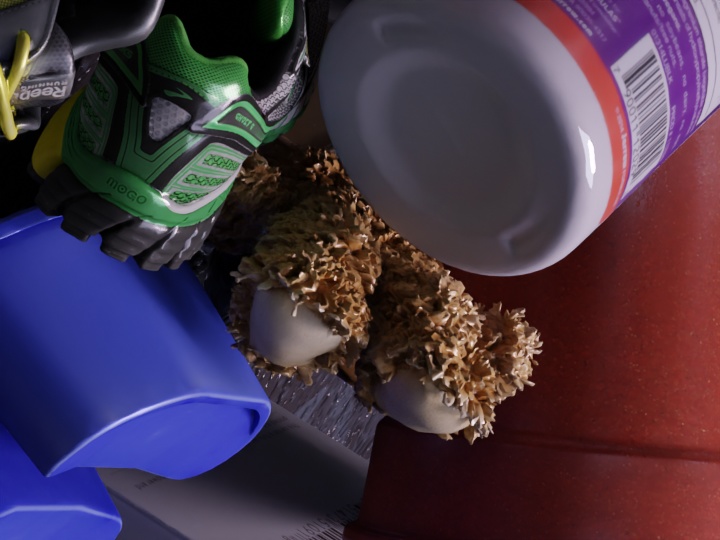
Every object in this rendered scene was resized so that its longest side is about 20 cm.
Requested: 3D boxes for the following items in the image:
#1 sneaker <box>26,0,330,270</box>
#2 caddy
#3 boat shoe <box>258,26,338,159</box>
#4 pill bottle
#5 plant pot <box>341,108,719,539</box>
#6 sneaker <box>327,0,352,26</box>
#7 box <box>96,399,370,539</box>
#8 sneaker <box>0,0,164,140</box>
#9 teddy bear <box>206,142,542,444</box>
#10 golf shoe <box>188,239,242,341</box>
[{"bbox_3d":[-0.040,-0.080,0.892,0.085,0.078,0.200,-53,-169,31],"label":"sneaker"},{"bbox_3d":[-0.120,0.038,0.925,0.141,0.105,0.200,-35,167,9],"label":"caddy"},{"bbox_3d":[0.013,-0.121,1.078,0.200,0.071,0.065,-62,176,-23],"label":"boat shoe"},{"bbox_3d":[0.084,-0.094,0.950,0.200,0.111,0.112,-42,158,-40],"label":"pill bottle"},{"bbox_3d":[0.101,0.020,1.088,0.201,0.200,0.196,8,87,-74],"label":"plant pot"},{"bbox_3d":[0.037,-0.171,1.020,0.200,0.090,0.066,-58,166,0],"label":"sneaker"},{"bbox_3d":[-0.057,0.150,1.150,0.131,0.200,0.199,-63,164,14],"label":"box"},{"bbox_3d":[-0.125,-0.064,0.731,0.200,0.085,0.075,-45,160,-40],"label":"sneaker"},{"bbox_3d":[0.000,0.000,0.958,0.067,0.145,0.200,-64,174,10],"label":"teddy bear"},{"bbox_3d":[-0.031,-0.043,1.129,0.200,0.078,0.094,-48,180,-30],"label":"golf shoe"}]
